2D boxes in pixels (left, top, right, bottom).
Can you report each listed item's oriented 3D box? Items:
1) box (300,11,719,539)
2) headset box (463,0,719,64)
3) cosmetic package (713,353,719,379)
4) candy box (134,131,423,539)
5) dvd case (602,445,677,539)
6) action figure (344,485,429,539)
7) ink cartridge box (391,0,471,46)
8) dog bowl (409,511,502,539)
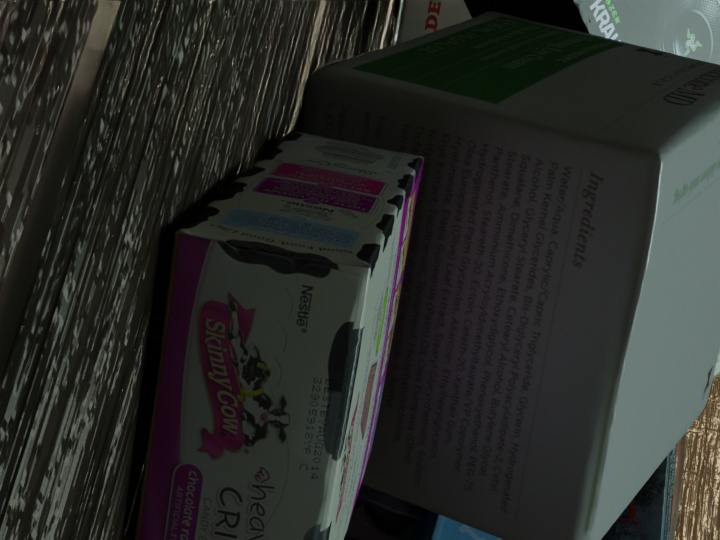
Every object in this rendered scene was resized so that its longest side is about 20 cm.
[{"bbox_3d":[0.082,-0.004,0.731,0.199,0.171,0.201,-30,133,-56],"label":"box"},{"bbox_3d":[0.181,-0.156,0.883,0.200,0.093,0.174,-43,120,-23],"label":"headset box"},{"bbox_3d":[0.165,0.049,0.977,0.200,0.073,0.104,-29,107,-32],"label":"cosmetic package"},{"bbox_3d":[-0.024,0.034,0.530,0.200,0.061,0.137,-65,165,-76],"label":"candy box"},{"bbox_3d":[0.116,0.130,0.894,0.022,0.146,0.201,-32,129,-54],"label":"dvd case"},{"bbox_3d":[-0.018,0.161,0.889,0.200,0.069,0.130,112,-12,-45],"label":"action figure"},{"bbox_3d":[0.124,-0.158,1.089,0.083,0.199,0.147,-67,168,-85],"label":"ink cartridge box"},{"bbox_3d":[0.033,0.190,0.877,0.200,0.049,0.112,122,-10,-55],"label":"dog bowl"}]
